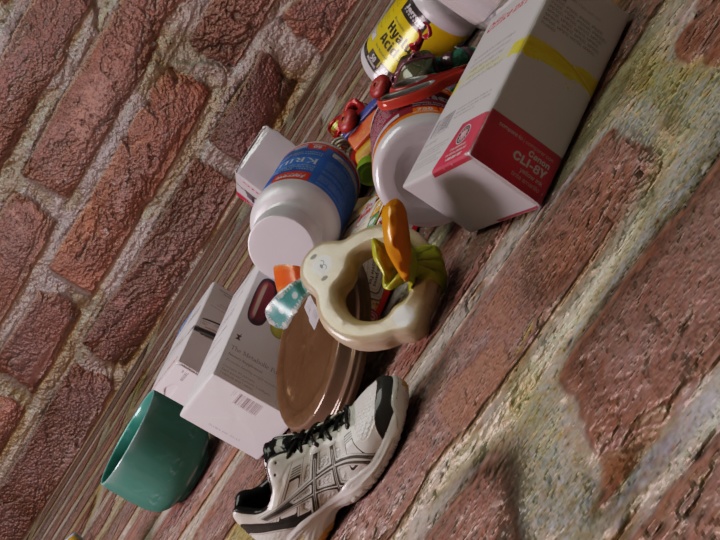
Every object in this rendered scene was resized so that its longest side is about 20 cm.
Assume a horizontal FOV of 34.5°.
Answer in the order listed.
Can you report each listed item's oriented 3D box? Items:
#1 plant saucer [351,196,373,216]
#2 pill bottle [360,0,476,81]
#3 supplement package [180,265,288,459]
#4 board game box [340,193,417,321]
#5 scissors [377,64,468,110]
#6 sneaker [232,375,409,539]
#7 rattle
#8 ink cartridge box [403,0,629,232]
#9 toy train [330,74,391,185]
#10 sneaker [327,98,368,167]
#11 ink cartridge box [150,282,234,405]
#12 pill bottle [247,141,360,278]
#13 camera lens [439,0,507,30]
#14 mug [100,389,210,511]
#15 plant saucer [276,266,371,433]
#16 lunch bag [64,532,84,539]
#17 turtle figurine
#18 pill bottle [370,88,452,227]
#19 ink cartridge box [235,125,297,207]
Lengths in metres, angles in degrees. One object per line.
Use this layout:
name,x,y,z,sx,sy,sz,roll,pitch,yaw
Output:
plant saucer,-0.039,-0.020,1.536,0.201,0.035,0.201,-55,12,18
pill bottle,0.093,-0.336,1.575,0.200,0.110,0.112,-49,16,39
supplement package,-0.117,0.098,1.386,0.110,0.113,0.202,-48,17,46
board game box,0.000,0.000,1.308,0.151,0.046,0.202,-38,24,59
scissors,0.111,-0.196,1.145,0.197,0.014,0.073,-13,20,17
sneaker,-0.037,0.162,0.989,0.201,0.087,0.076,-54,11,16
rattle,-0.031,-0.003,1.063,0.142,0.197,0.133,21,-98,-60
ink cartridge box,0.137,-0.149,1.029,0.202,0.083,0.145,-63,13,-16
toy train,0.008,-0.156,1.552,0.200,0.084,0.117,-43,32,32
sneaker,-0.014,-0.186,1.706,0.077,0.084,0.201,-51,15,32
ink cartridge box,-0.275,0.144,1.966,0.145,0.083,0.201,-49,15,40
pill bottle,-0.070,-0.070,1.397,0.113,0.111,0.201,-52,8,28
camera lens,0.127,-0.395,1.369,0.161,0.198,0.160,-54,13,19
mug,-0.284,0.259,1.671,0.153,0.113,0.186,-55,12,21
plant saucer,-0.043,0.079,1.188,0.200,0.029,0.204,-166,90,-68
lunch bag,-0.436,0.511,1.665,0.201,0.127,0.170,-49,15,1
turtle figurine,0.081,-0.214,1.392,0.151,0.100,0.201,-54,19,22
pill bottle,0.065,-0.130,1.201,0.114,0.112,0.201,-54,14,18
ink cartridge box,-0.102,-0.115,1.662,0.084,0.144,0.200,-54,1,-7
